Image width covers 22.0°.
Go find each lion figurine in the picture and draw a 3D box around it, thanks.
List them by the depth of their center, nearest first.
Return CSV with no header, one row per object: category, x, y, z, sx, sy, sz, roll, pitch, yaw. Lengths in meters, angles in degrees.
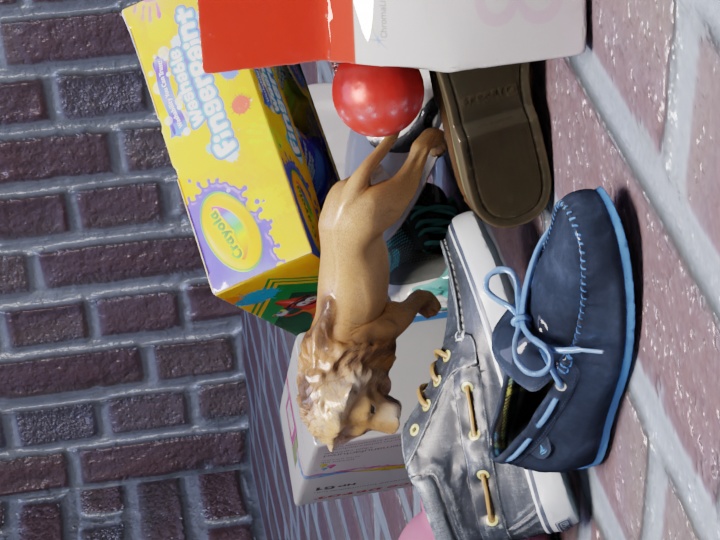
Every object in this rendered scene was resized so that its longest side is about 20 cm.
lion figurine,0.000,0.000,1.119,0.122,0.072,0.201,-32,-57,-52

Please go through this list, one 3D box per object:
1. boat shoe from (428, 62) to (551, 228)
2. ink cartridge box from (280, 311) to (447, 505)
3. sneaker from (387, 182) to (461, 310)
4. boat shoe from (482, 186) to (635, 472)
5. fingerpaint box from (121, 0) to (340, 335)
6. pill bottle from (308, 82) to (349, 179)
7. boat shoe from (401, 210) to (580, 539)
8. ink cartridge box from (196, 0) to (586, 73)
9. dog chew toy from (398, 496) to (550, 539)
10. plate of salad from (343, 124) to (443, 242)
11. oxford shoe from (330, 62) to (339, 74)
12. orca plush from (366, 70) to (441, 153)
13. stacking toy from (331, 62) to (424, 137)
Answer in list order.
boat shoe,0.067,-0.127,1.091,0.068,0.071,0.201,-122,26,-69
ink cartridge box,0.021,0.103,1.355,0.200,0.144,0.085,108,153,-71
sneaker,0.047,-0.018,1.342,0.200,0.077,0.092,-172,83,-78
boat shoe,0.103,0.045,0.989,0.084,0.068,0.201,-106,13,-50
fingerpaint box,-0.067,-0.073,1.217,0.167,0.073,0.201,35,-146,-70
pill bottle,-0.032,-0.066,1.688,0.200,0.119,0.120,97,164,-59
boat shoe,0.061,0.069,1.116,0.071,0.090,0.201,35,-141,-75
ink cartridge box,0.016,-0.182,0.944,0.057,0.199,0.164,-134,38,-63
dog chew toy,0.072,0.203,1.193,0.125,0.124,0.201,-121,33,-71
plate of salad,0.037,-0.106,1.334,0.200,0.048,0.201,-162,90,-72
oxford shoe,0.013,-0.213,1.507,0.075,0.070,0.201,-28,-68,-70
orca plush,0.050,-0.164,1.202,0.071,0.105,0.201,28,-125,-50
stacking toy,0.002,-0.177,1.062,0.085,0.085,0.201,-145,45,-79
